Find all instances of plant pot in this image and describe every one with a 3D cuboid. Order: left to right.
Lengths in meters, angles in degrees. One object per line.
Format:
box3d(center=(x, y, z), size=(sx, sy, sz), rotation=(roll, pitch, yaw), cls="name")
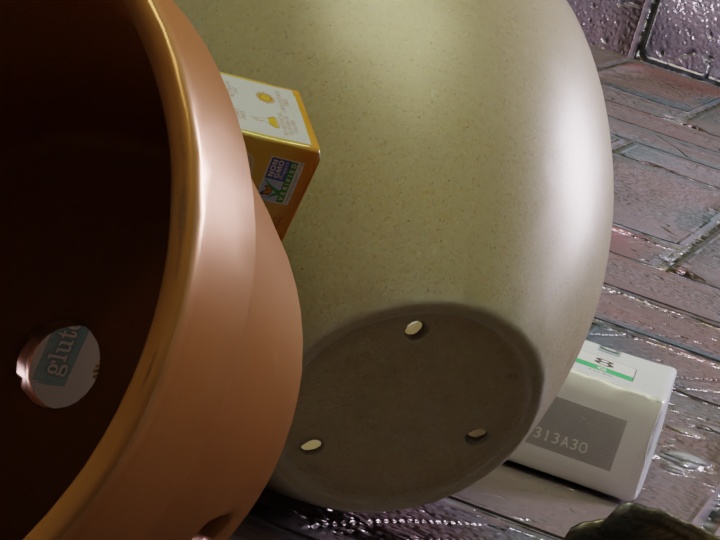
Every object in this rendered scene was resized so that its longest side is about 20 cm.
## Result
box3d(center=(-0.103, 0.011, 0.744), size=(0.200, 0.200, 0.140), rotation=(22, -6, 26), cls="plant pot")
box3d(center=(0.000, 0.000, 0.982), size=(0.200, 0.201, 0.135), rotation=(12, 36, -26), cls="plant pot")

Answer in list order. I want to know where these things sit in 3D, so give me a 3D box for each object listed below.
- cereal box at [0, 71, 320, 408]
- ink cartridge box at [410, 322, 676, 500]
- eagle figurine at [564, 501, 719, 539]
box3d(center=(-0.129, -0.008, 0.865), size=(0.200, 0.144, 0.040), rotation=(12, 32, -23), cls="cereal box")
box3d(center=(0.051, 0.029, 1.230), size=(0.161, 0.050, 0.200), rotation=(18, 13, 6), cls="ink cartridge box")
box3d(center=(0.159, 0.096, 0.864), size=(0.200, 0.152, 0.151), rotation=(-31, 76, -36), cls="eagle figurine")
